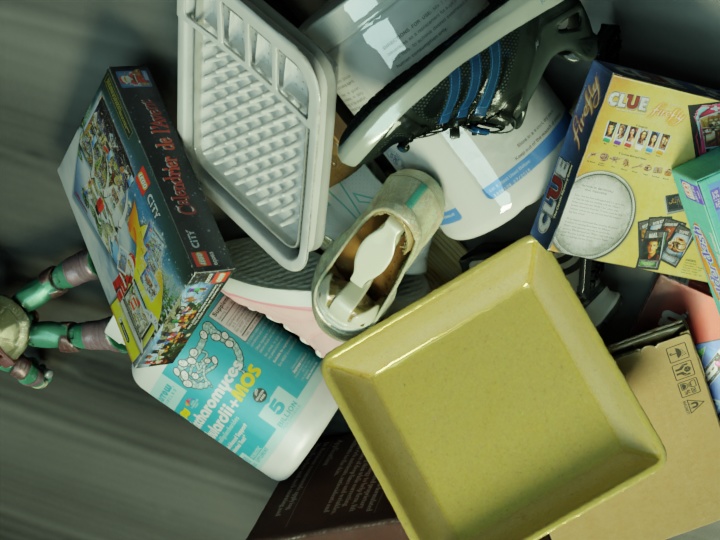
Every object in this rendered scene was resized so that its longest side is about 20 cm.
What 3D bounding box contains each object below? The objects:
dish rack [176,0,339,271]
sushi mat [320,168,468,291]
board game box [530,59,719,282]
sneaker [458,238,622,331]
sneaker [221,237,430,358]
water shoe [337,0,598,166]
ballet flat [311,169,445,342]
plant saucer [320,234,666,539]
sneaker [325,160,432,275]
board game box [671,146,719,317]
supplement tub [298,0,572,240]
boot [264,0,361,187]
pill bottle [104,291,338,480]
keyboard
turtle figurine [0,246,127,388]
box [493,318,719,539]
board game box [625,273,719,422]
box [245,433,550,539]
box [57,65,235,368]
[{"bbox_3d":[-0.073,-0.116,1.248,0.172,0.043,0.201,41,142,32],"label":"dish rack"},{"bbox_3d":[0.057,0.013,1.396,0.200,0.012,0.096,45,121,-7],"label":"sushi mat"},{"bbox_3d":[0.235,-0.064,1.214,0.199,0.035,0.136,11,109,-24],"label":"board game box"},{"bbox_3d":[0.103,0.047,1.359,0.200,0.076,0.115,-43,89,20],"label":"sneaker"},{"bbox_3d":[-0.037,0.041,1.400,0.199,0.075,0.105,12,126,19],"label":"sneaker"},{"bbox_3d":[0.077,-0.121,1.152,0.200,0.071,0.079,-38,100,-3],"label":"water shoe"},{"bbox_3d":[0.000,0.000,1.259,0.067,0.062,0.200,33,136,4],"label":"ballet flat"},{"bbox_3d":[0.100,0.107,1.277,0.199,0.048,0.201,-30,79,6],"label":"plant saucer"},{"bbox_3d":[-0.027,-0.064,1.352,0.199,0.070,0.081,20,104,17],"label":"sneaker"},{"bbox_3d":[0.337,-0.042,1.202,0.199,0.045,0.153,-25,109,-8],"label":"board game box"},{"bbox_3d":[0.061,-0.136,1.251,0.132,0.132,0.200,-31,103,28],"label":"supplement tub"},{"bbox_3d":[-0.069,-0.151,1.299,0.075,0.074,0.201,-39,82,28],"label":"boot"},{"bbox_3d":[-0.117,0.081,1.431,0.199,0.111,0.111,34,121,-1],"label":"pill bottle"},{"bbox_3d":[0.189,-0.086,1.252,0.039,0.104,0.201,6,116,11],"label":"keyboard"},{"bbox_3d":[-0.309,0.046,1.488,0.199,0.101,0.151,-13,111,17],"label":"turtle figurine"},{"bbox_3d":[0.210,0.145,1.353,0.162,0.021,0.201,-20,124,7],"label":"box"},{"bbox_3d":[0.252,0.100,1.374,0.102,0.019,0.201,24,121,6],"label":"board game box"},{"bbox_3d":[0.037,0.239,1.428,0.199,0.166,0.165,-12,111,24],"label":"box"},{"bbox_3d":[-0.175,-0.043,1.346,0.137,0.037,0.201,-52,55,45],"label":"box"}]
